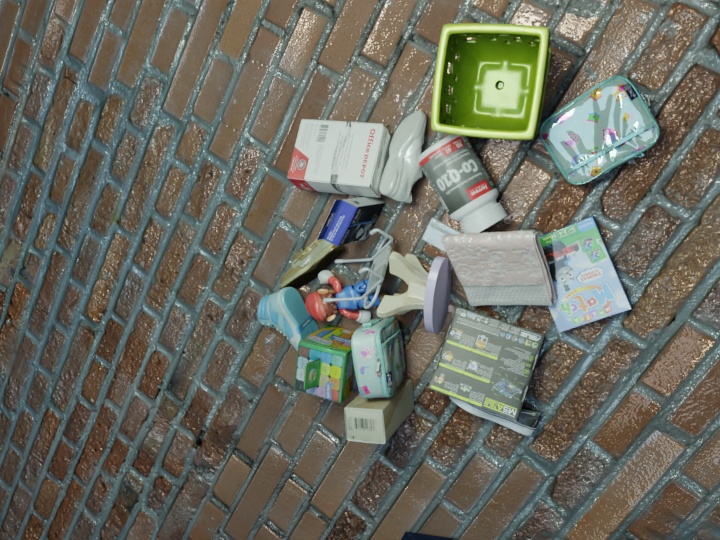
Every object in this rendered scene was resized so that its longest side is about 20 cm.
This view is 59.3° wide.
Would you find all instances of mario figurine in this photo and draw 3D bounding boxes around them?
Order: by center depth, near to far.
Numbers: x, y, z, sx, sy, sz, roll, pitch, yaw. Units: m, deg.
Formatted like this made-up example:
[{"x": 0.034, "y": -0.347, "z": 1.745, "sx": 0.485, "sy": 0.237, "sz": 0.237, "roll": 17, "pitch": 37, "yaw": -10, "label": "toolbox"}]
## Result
[{"x": -0.034, "y": 0.060, "z": 1.494, "sx": 0.200, "sy": 0.106, "sz": 0.124, "roll": -13, "pitch": 58, "yaw": 14, "label": "mario figurine"}]

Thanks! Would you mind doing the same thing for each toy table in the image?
[{"x": 0.122, "y": 0.045, "z": 1.365, "sx": 0.117, "sy": 0.184, "sz": 0.200, "roll": 14, "pitch": 128, "yaw": 20, "label": "toy table"}]

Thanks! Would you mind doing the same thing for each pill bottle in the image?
[{"x": 0.214, "y": -0.174, "z": 1.311, "sx": 0.114, "sy": 0.114, "sz": 0.200, "roll": -32, "pitch": 87, "yaw": 24, "label": "pill bottle"}]

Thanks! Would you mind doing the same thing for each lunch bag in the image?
[{"x": 0.460, "y": -0.265, "z": 1.212, "sx": 0.200, "sy": 0.077, "sz": 0.160, "roll": -31, "pitch": 87, "yaw": 24, "label": "lunch bag"}, {"x": 0.043, "y": 0.186, "z": 1.394, "sx": 0.077, "sy": 0.200, "sz": 0.161, "roll": -4, "pitch": 96, "yaw": 15, "label": "lunch bag"}]

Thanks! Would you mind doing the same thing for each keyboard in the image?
[{"x": 0.232, "y": -0.046, "z": 1.387, "sx": 0.200, "sy": 0.011, "sz": 0.056, "roll": 30, "pitch": 115, "yaw": 15, "label": "keyboard"}]

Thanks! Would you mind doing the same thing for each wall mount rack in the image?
[{"x": 0.000, "y": 0.000, "z": 1.404, "sx": 0.075, "sy": 0.200, "sz": 0.174, "roll": 29, "pitch": 140, "yaw": -16, "label": "wall mount rack"}]

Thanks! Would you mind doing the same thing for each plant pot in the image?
[{"x": 0.262, "y": -0.357, "z": 1.221, "sx": 0.199, "sy": 0.181, "sz": 0.200, "roll": 11, "pitch": 104, "yaw": 21, "label": "plant pot"}]

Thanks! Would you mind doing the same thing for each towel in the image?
[{"x": 0.283, "y": 0.000, "z": 1.292, "sx": 0.200, "sy": 0.032, "sz": 0.191, "roll": -1, "pitch": 130, "yaw": 36, "label": "towel"}]

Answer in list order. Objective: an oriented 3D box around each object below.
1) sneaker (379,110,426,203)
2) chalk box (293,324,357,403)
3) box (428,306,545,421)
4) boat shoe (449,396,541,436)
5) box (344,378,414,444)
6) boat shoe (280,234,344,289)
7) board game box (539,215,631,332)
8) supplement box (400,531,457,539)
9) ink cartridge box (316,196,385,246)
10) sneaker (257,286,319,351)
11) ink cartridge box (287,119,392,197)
[{"x": 0.110, "y": -0.243, "z": 1.372, "sx": 0.075, "sy": 0.088, "sz": 0.200, "roll": 15, "pitch": 84, "yaw": 60, "label": "sneaker"}, {"x": -0.070, "y": 0.217, "z": 1.454, "sx": 0.124, "sy": 0.200, "sz": 0.125, "roll": 12, "pitch": 104, "yaw": 20, "label": "chalk box"}, {"x": 0.271, "y": 0.198, "z": 1.358, "sx": 0.200, "sy": 0.048, "sz": 0.193, "roll": 17, "pitch": 85, "yaw": 19, "label": "box"}, {"x": 0.296, "y": 0.292, "z": 1.387, "sx": 0.199, "sy": 0.074, "sz": 0.068, "roll": 23, "pitch": 102, "yaw": 15, "label": "boat shoe"}, {"x": 0.047, "y": 0.311, "z": 1.424, "sx": 0.095, "sy": 0.200, "sz": 0.078, "roll": -2, "pitch": 99, "yaw": 22, "label": "box"}, {"x": -0.122, "y": -0.025, "z": 1.509, "sx": 0.200, "sy": 0.074, "sz": 0.066, "roll": -37, "pitch": 69, "yaw": 25, "label": "boat shoe"}, {"x": 0.441, "y": 0.009, "z": 1.294, "sx": 0.151, "sy": 0.037, "sz": 0.200, "roll": -23, "pitch": 91, "yaw": 24, "label": "board game box"}, {"x": 0.144, "y": 0.757, "z": 1.466, "sx": 0.134, "sy": 0.200, "sz": 0.200, "roll": -1, "pitch": 98, "yaw": 23, "label": "supplement box"}, {"x": -0.017, "y": -0.108, "z": 1.372, "sx": 0.039, "sy": 0.200, "sz": 0.100, "roll": 34, "pitch": 112, "yaw": 17, "label": "ink cartridge box"}, {"x": -0.181, "y": 0.139, "z": 1.562, "sx": 0.131, "sy": 0.080, "sz": 0.200, "roll": -12, "pitch": 105, "yaw": 38, "label": "sneaker"}, {"x": -0.043, "y": -0.247, "z": 1.397, "sx": 0.200, "sy": 0.083, "sz": 0.147, "roll": 9, "pitch": 79, "yaw": 21, "label": "ink cartridge box"}]
